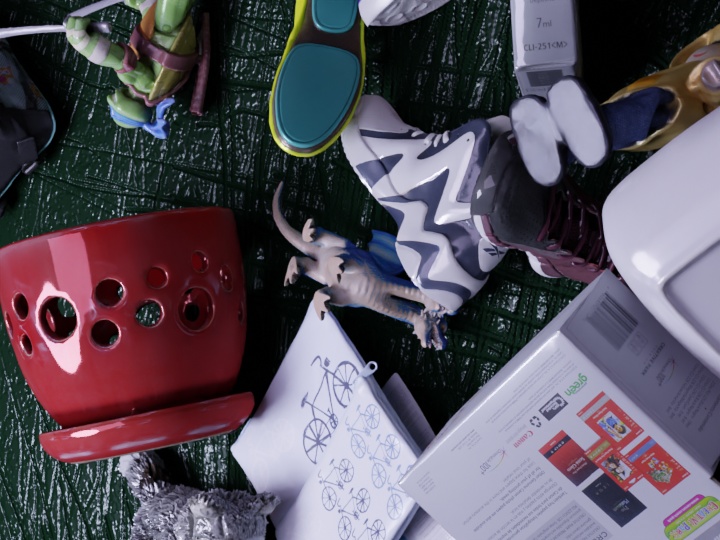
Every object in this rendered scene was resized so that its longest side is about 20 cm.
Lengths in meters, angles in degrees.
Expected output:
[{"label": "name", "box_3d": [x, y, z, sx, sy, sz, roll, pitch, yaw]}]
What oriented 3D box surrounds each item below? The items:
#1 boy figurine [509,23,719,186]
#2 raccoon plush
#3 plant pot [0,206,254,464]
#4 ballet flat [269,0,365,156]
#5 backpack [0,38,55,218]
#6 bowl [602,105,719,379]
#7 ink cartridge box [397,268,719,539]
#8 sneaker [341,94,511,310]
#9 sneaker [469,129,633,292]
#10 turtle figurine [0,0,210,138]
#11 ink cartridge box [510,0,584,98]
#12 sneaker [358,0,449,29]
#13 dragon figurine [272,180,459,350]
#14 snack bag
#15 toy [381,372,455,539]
[{"label": "boy figurine", "box_3d": [0.189, -0.109, 1.014, 0.124, 0.199, 0.065, -23, 91, 52]}, {"label": "raccoon plush", "box_3d": [-0.147, 0.184, 1.318, 0.200, 0.096, 0.135, 46, 132, 30]}, {"label": "plant pot", "box_3d": [-0.183, 0.054, 1.309, 0.199, 0.200, 0.184, -15, 85, 37]}, {"label": "ballet flat", "box_3d": [-0.028, -0.166, 1.248, 0.067, 0.066, 0.202, 110, 171, -67]}, {"label": "backpack", "box_3d": [-0.401, -0.160, 1.519, 0.176, 0.153, 0.201, -46, 56, 34]}, {"label": "bowl", "box_3d": [0.263, -0.004, 0.965, 0.200, 0.075, 0.199, 42, 125, -18]}, {"label": "ink cartridge box", "box_3d": [0.153, 0.132, 1.071, 0.176, 0.084, 0.200, 44, 132, 2]}, {"label": "sneaker", "box_3d": [0.069, -0.083, 1.185, 0.129, 0.079, 0.200, -40, 44, 19]}, {"label": "sneaker", "box_3d": [0.153, -0.029, 1.057, 0.115, 0.200, 0.076, 21, 88, 27]}, {"label": "turtle figurine", "box_3d": [-0.195, -0.231, 1.360, 0.200, 0.143, 0.194, 47, 112, 25]}, {"label": "ink cartridge box", "box_3d": [0.123, -0.202, 1.076, 0.043, 0.200, 0.175, -4, 85, 9]}, {"label": "sneaker", "box_3d": [0.047, -0.291, 1.197, 0.200, 0.080, 0.147, -39, 72, 36]}, {"label": "dragon figurine", "box_3d": [0.000, 0.000, 1.251, 0.200, 0.099, 0.059, 42, 117, 52]}, {"label": "snack bag", "box_3d": [-0.028, 0.147, 1.255, 0.201, 0.021, 0.189, 57, 133, 35]}, {"label": "toy", "box_3d": [0.052, 0.189, 1.215, 0.115, 0.047, 0.201, -52, 55, 30]}]
